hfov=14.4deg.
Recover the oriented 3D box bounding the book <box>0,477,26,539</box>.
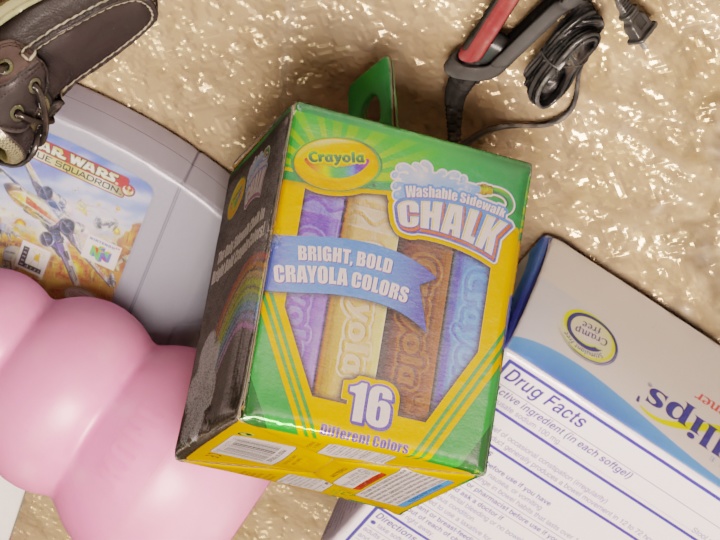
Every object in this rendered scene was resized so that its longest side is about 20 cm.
[{"bbox_3d":[-0.250,0.099,1.618,0.133,0.048,0.200,20,128,-2],"label":"book"}]

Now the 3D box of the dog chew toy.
[{"bbox_3d":[-0.141,0.071,1.469,0.200,0.125,0.125,35,129,0],"label":"dog chew toy"}]

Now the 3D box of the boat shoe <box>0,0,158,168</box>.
[{"bbox_3d":[-0.179,-0.078,1.388,0.200,0.065,0.073,-32,154,1],"label":"boat shoe"}]

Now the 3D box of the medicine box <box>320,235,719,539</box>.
[{"bbox_3d":[0.108,0.115,1.471,0.182,0.103,0.200,33,129,-8],"label":"medicine box"}]

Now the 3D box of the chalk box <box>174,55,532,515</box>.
[{"bbox_3d":[0.000,0.000,1.365,0.124,0.201,0.124,15,163,-14],"label":"chalk box"}]

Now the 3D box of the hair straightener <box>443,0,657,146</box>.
[{"bbox_3d":[0.097,-0.115,1.334,0.077,0.041,0.200,30,132,-5],"label":"hair straightener"}]

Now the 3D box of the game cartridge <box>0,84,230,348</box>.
[{"bbox_3d":[-0.159,-0.036,1.487,0.200,0.042,0.133,24,134,-1],"label":"game cartridge"}]
